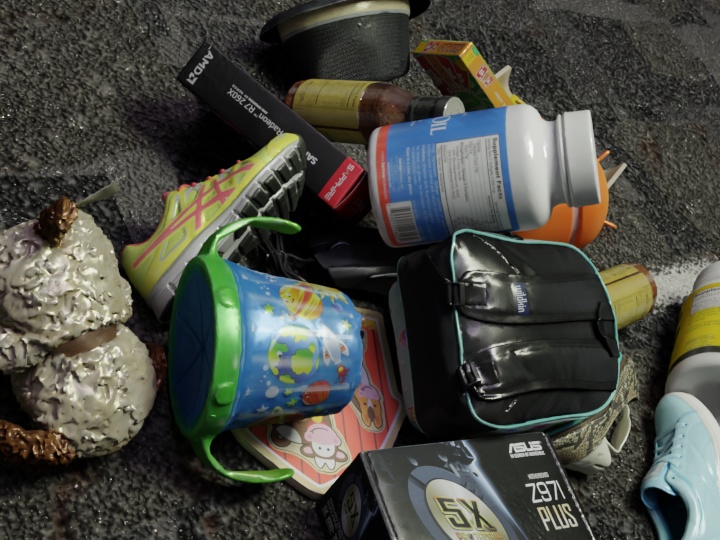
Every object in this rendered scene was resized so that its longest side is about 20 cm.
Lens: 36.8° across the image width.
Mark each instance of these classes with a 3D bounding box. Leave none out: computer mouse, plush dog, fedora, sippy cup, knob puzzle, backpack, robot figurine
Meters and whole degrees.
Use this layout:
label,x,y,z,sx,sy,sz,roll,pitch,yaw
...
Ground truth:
label,x,y,z,sx,sy,sz,roll,pitch,yaw
computer mouse,0.000,0.000,1.006,0.197,0.046,0.141,13,32,-25
plush dog,-0.209,0.049,0.778,0.199,0.159,0.174,-30,96,-47
fedora,-0.009,-0.243,1.188,0.199,0.199,0.093,-15,92,-42
sippy cup,-0.071,0.061,0.837,0.128,0.180,0.140,3,29,-25
knob puzzle,-0.041,0.097,0.921,0.217,0.031,0.222,20,44,-20
backpack,0.129,0.061,0.963,0.197,0.153,0.179,-2,75,-29
robot figurine,0.164,-0.067,1.092,0.196,0.118,0.145,-9,52,-10

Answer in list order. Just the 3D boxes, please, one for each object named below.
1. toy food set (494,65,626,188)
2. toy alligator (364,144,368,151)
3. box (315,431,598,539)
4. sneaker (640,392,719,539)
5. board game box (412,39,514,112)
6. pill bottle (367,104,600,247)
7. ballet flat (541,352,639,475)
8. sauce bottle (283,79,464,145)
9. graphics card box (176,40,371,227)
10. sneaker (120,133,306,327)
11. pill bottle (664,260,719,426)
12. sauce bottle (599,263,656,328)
label,x,y,z,sx,sy,sz,roll,pitch,yaw
toy food set,0.226,-0.163,1.326,0.200,0.061,0.143,42,41,5
toy alligator,0.102,-0.130,1.139,0.197,0.054,0.060,7,53,-27
box,0.088,0.226,0.850,0.197,0.086,0.165,1,51,-34
sneaker,0.307,0.197,1.041,0.081,0.074,0.202,20,43,-23
board game box,0.142,-0.171,1.195,0.030,0.095,0.200,-50,120,-10
pill bottle,0.112,-0.088,0.973,0.196,0.113,0.113,-7,43,14
ballet flat,0.225,0.150,1.042,0.199,0.067,0.076,-33,97,-49
sauce bottle,0.013,-0.156,1.084,0.198,0.067,0.066,12,27,35
graphics card box,-0.074,-0.126,1.030,0.199,0.051,0.125,41,1,9
sneaker,-0.126,-0.053,0.920,0.090,0.078,0.200,36,72,22
pill bottle,0.401,0.082,1.183,0.114,0.115,0.201,35,41,-2
sauce bottle,0.234,0.042,1.129,0.198,0.066,0.066,-15,61,-41
